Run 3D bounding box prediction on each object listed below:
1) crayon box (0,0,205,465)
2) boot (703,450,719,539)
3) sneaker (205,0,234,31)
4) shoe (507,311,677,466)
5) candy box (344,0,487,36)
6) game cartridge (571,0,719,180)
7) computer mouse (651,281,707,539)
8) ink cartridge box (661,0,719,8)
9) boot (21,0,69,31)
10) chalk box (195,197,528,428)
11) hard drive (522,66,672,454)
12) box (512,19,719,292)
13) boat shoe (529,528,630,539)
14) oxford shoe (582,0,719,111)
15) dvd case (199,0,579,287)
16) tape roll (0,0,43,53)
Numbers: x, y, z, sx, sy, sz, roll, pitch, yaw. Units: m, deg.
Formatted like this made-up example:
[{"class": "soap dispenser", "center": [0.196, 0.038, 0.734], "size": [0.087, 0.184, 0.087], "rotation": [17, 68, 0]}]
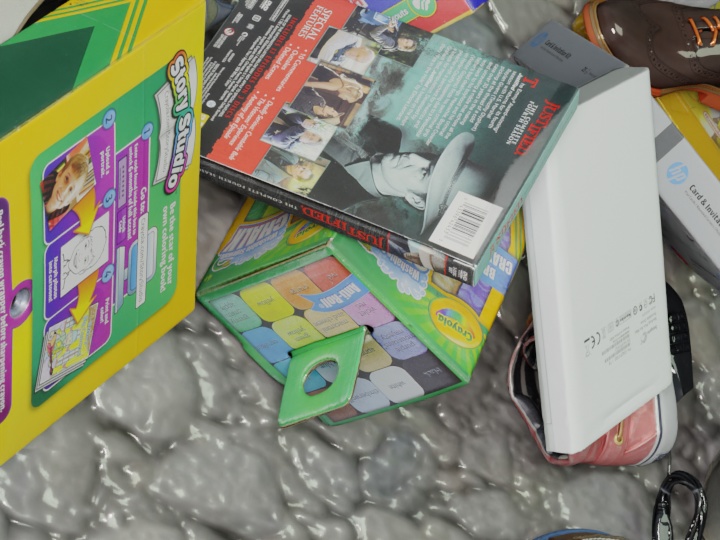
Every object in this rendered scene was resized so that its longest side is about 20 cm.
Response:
[{"class": "crayon box", "center": [-0.151, -0.028, 1.264], "size": [0.173, 0.058, 0.200], "rotation": [-42, 147, -44]}, {"class": "boot", "center": [0.296, 0.076, 1.635], "size": [0.072, 0.200, 0.182], "rotation": [29, 58, 12]}, {"class": "sneaker", "center": [-0.122, -0.214, 1.387], "size": [0.081, 0.074, 0.201], "rotation": [-22, 117, -30]}, {"class": "shoe", "center": [0.140, 0.027, 1.591], "size": [0.091, 0.071, 0.201], "rotation": [0, 76, -42]}, {"class": "candy box", "center": [0.044, -0.197, 1.506], "size": [0.200, 0.169, 0.077], "rotation": [-42, 103, -43]}, {"class": "game cartridge", "center": [0.247, -0.162, 1.785], "size": [0.176, 0.032, 0.200], "rotation": [53, 49, -17]}, {"class": "computer mouse", "center": [0.190, 0.100, 1.621], "size": [0.034, 0.059, 0.201], "rotation": [9, 69, -43]}, {"class": "ink cartridge box", "center": [0.190, -0.259, 1.646], "size": [0.200, 0.162, 0.050], "rotation": [26, 59, -21]}, {"class": "boot", "center": [-0.230, -0.184, 1.301], "size": [0.211, 0.079, 0.158], "rotation": [-27, 101, -55]}, {"class": "chalk box", "center": [0.000, 0.000, 1.430], "size": [0.124, 0.124, 0.200], "rotation": [46, 49, -23]}, {"class": "hard drive", "center": [0.141, -0.008, 1.488], "size": [0.132, 0.026, 0.201], "rotation": [-28, 117, -52]}, {"class": "box", "center": [0.192, -0.064, 1.624], "size": [0.041, 0.156, 0.200], "rotation": [-40, 110, 1]}, {"class": "boat shoe", "center": [0.116, 0.198, 1.509], "size": [0.200, 0.072, 0.072], "rotation": [-13, 86, -45]}, {"class": "oxford shoe", "center": [0.226, -0.158, 1.684], "size": [0.200, 0.072, 0.071], "rotation": [6, 63, -47]}, {"class": "dvd case", "center": [0.002, -0.081, 1.374], "size": [0.200, 0.022, 0.146], "rotation": [21, 54, 15]}, {"class": "tape roll", "center": [-0.167, -0.108, 1.271], "size": [0.203, 0.037, 0.203], "rotation": [-46, 151, -35]}]
